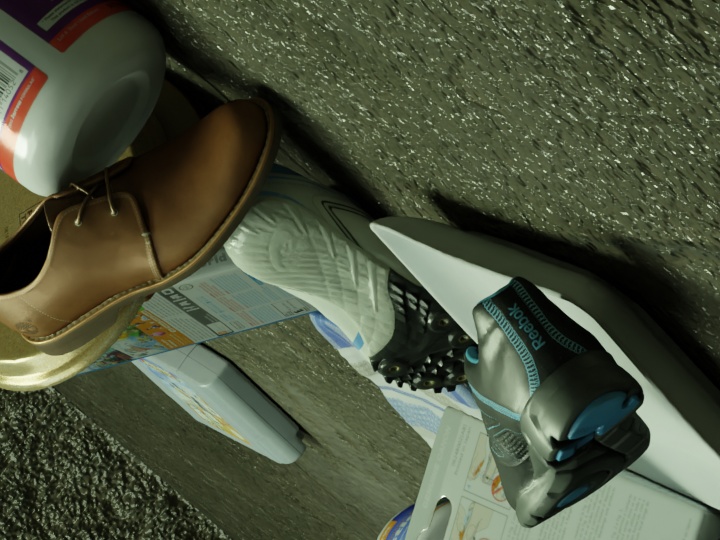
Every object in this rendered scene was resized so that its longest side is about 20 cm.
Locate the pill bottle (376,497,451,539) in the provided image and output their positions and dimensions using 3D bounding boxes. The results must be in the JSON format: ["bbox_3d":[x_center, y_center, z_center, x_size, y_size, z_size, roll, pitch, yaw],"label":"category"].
[{"bbox_3d":[0.068,0.221,2.107,0.112,0.112,0.200,40,169,-6],"label":"pill bottle"}]

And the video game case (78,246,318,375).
[{"bbox_3d":[-0.130,0.026,1.786,0.143,0.199,0.018,43,-147,-72],"label":"video game case"}]

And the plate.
[{"bbox_3d":[0.118,0.045,1.433,0.200,0.032,0.199,45,168,-31],"label":"plate"}]

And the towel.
[{"bbox_3d":[0.059,0.096,1.864,0.147,0.024,0.200,27,164,45],"label":"towel"}]

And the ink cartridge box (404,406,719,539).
[{"bbox_3d":[0.104,0.177,1.549,0.047,0.161,0.200,12,-175,-43],"label":"ink cartridge box"}]

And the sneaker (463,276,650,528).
[{"bbox_3d":[0.091,0.062,1.368,0.082,0.073,0.200,53,168,17],"label":"sneaker"}]

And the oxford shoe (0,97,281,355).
[{"bbox_3d":[-0.125,-0.029,1.524,0.071,0.200,0.071,33,-153,-41],"label":"oxford shoe"}]

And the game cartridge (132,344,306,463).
[{"bbox_3d":[-0.138,0.098,2.496,0.133,0.042,0.200,40,170,-29],"label":"game cartridge"}]

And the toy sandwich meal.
[{"bbox_3d":[-0.160,-0.023,1.651,0.205,0.206,0.070,28,-177,43],"label":"toy sandwich meal"}]

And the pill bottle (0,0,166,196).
[{"bbox_3d":[-0.210,-0.135,1.564,0.200,0.113,0.112,36,169,17],"label":"pill bottle"}]

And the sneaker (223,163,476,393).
[{"bbox_3d":[0.000,0.000,1.586,0.200,0.072,0.073,37,-150,-32],"label":"sneaker"}]
